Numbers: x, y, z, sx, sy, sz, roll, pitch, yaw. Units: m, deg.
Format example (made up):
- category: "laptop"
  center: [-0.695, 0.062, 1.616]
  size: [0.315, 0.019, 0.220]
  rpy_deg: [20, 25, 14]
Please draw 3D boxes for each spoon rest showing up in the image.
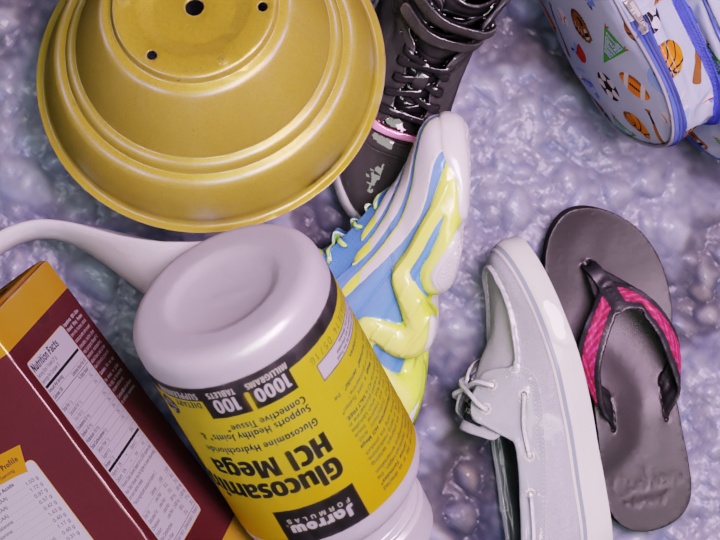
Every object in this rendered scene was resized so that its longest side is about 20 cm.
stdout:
- category: "spoon rest"
  center: [-0.136, -0.005, 1.466]
  size: [0.199, 0.099, 0.061]
  rpy_deg: [-9, 89, 2]

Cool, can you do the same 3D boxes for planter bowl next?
- category: "planter bowl"
  center: [-0.088, -0.129, 1.428]
  size: [0.199, 0.084, 0.201]
  rpy_deg: [-2, 68, 4]

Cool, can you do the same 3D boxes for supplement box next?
- category: "supplement box"
  center: [-0.202, 0.140, 1.403]
  size: [0.197, 0.133, 0.200]
  rpy_deg: [-34, 97, 14]

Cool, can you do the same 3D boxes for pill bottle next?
- category: "pill bottle"
  center: [-0.035, 0.082, 1.417]
  size: [0.112, 0.112, 0.200]
  rpy_deg: [-34, 125, -7]

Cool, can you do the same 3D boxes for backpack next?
- category: "backpack"
  center: [0.195, -0.150, 1.471]
  size: [0.154, 0.200, 0.191]
  rpy_deg: [-39, 104, -2]

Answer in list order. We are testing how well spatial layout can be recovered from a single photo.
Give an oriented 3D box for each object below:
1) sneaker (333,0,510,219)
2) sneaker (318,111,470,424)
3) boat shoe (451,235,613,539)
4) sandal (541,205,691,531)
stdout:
- category: "sneaker"
  center: [0.034, -0.121, 1.483]
  size: [0.070, 0.099, 0.201]
  rpy_deg: [18, 90, -12]
- category: "sneaker"
  center: [0.000, 0.000, 1.476]
  size: [0.104, 0.076, 0.201]
  rpy_deg: [11, 107, -2]
- category: "boat shoe"
  center: [0.093, 0.083, 1.514]
  size: [0.071, 0.070, 0.202]
  rpy_deg: [-15, 97, -12]
- category: "sandal"
  center: [0.160, 0.057, 1.537]
  size: [0.075, 0.045, 0.201]
  rpy_deg: [-14, 94, -9]
